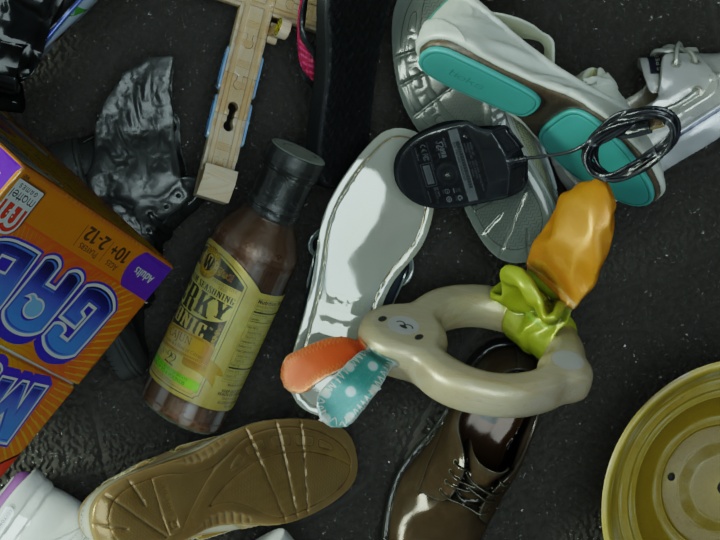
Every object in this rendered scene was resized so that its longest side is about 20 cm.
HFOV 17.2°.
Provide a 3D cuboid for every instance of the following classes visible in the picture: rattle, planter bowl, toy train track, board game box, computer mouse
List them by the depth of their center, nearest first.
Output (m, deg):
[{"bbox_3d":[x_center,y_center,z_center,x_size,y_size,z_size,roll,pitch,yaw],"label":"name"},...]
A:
[{"bbox_3d":[-0.282,-0.012,1.486,0.200,0.200,0.200,40,91,28],"label":"board game box"},{"bbox_3d":[0.058,0.021,1.531,0.198,0.131,0.143,4,140,-14],"label":"rattle"},{"bbox_3d":[0.113,-0.078,1.540,0.198,0.034,0.059,-7,109,24],"label":"computer mouse"},{"bbox_3d":[-0.074,-0.145,1.588,0.114,0.032,0.202,16,81,-18],"label":"toy train track"},{"bbox_3d":[0.257,0.155,1.636,0.199,0.083,0.202,0,96,-4],"label":"planter bowl"}]

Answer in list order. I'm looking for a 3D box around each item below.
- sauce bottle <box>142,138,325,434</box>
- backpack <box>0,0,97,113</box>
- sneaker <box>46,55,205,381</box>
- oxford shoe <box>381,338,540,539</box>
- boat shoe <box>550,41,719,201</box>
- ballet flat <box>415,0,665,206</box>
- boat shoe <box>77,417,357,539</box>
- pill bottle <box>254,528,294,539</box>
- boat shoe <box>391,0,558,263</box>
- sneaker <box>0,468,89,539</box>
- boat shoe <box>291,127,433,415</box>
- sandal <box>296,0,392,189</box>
[{"bbox_3d":[-0.082,0.009,1.594,0.064,0.065,0.201,23,101,-6],"label":"sauce bottle"},{"bbox_3d":[-0.223,-0.236,1.535,0.190,0.154,0.200,-40,103,8],"label":"backpack"},{"bbox_3d":[-0.145,-0.035,1.601,0.103,0.060,0.201,-17,90,1],"label":"sneaker"},{"bbox_3d":[0.067,0.143,1.621,0.072,0.084,0.201,21,94,-7],"label":"oxford shoe"},{"bbox_3d":[0.216,-0.120,1.620,0.199,0.071,0.070,-33,99,6],"label":"boat shoe"},{"bbox_3d":[0.127,-0.118,1.560,0.199,0.069,0.070,32,92,-17],"label":"ballet flat"},{"bbox_3d":[-0.100,0.143,1.614,0.199,0.069,0.074,-11,94,-26],"label":"boat shoe"},{"bbox_3d":[-0.028,0.282,1.609,0.116,0.116,0.200,-37,97,0],"label":"pill bottle"},{"bbox_3d":[0.082,-0.104,1.617,0.074,0.065,0.203,-26,91,22],"label":"boat shoe"},{"bbox_3d":[-0.241,0.239,1.610,0.099,0.075,0.201,31,92,-5],"label":"sneaker"},{"bbox_3d":[0.000,0.000,1.614,0.074,0.062,0.202,13,95,-7],"label":"boat shoe"},{"bbox_3d":[-0.018,-0.155,1.594,0.045,0.075,0.202,22,112,36],"label":"sandal"}]
